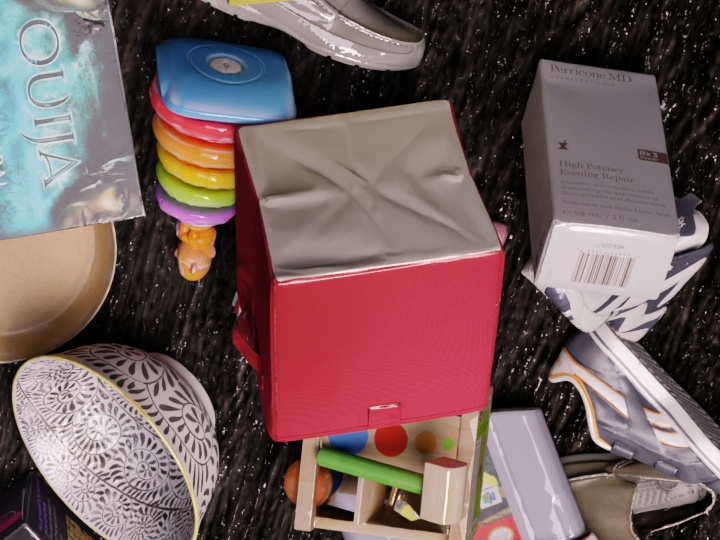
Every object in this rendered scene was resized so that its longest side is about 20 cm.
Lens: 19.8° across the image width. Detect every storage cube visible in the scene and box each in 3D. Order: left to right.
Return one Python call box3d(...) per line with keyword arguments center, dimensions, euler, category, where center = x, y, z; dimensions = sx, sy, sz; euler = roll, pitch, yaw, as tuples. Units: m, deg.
box3d(center=(0.000, 0.000, 1.566), dimensions=(0.199, 0.171, 0.180), euler=(-7, 137, -9), category="storage cube")

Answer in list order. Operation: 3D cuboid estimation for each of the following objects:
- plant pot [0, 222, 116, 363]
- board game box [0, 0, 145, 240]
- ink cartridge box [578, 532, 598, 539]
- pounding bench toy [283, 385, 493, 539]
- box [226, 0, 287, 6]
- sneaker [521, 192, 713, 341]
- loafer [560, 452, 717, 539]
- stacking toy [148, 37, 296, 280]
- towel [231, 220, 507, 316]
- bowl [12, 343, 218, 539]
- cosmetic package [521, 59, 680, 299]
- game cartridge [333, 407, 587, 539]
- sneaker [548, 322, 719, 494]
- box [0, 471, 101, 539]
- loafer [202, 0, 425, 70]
box3d(center=(-0.297, -0.022, 1.670), dimensions=(0.199, 0.028, 0.201), euler=(-2, 111, -5), category="plant pot")
box3d(center=(-0.249, -0.130, 1.611), dimensions=(0.134, 0.028, 0.201), euler=(-10, 101, -5), category="board game box")
box3d(center=(0.110, 0.324, 1.743), dimensions=(0.199, 0.176, 0.084), euler=(-27, 79, -27), category="ink cartridge box")
box3d(center=(0.015, 0.151, 1.643), dimensions=(0.155, 0.200, 0.125), euler=(7, 92, 8), category="pounding bench toy")
box3d(center=(-0.008, -0.249, 1.558), dimensions=(0.199, 0.050, 0.076), euler=(-8, 69, -18), category="box")
box3d(center=(0.215, -0.016, 1.644), dimensions=(0.130, 0.080, 0.199), euler=(-51, 146, 13), category="sneaker")
box3d(center=(0.217, 0.197, 1.773), dimensions=(0.199, 0.070, 0.076), euler=(-17, 111, 1), category="loafer")
box3d(center=(-0.123, -0.078, 1.637), dimensions=(0.109, 0.116, 0.201), euler=(5, 124, -12), category="stacking toy")
box3d(center=(0.008, 0.000, 1.708), dimensions=(0.199, 0.023, 0.145), euler=(16, 107, -11), category="towel")
box3d(center=(-0.181, 0.128, 1.683), dimensions=(0.200, 0.094, 0.201), euler=(26, 138, 26), category="bowl")
box3d(center=(0.183, -0.073, 1.595), dimensions=(0.101, 0.201, 0.074), euler=(7, 134, -7), category="cosmetic package")
box3d(center=(0.077, 0.196, 1.753), dimensions=(0.199, 0.041, 0.134), euler=(-22, 84, 8), category="game cartridge")
box3d(center=(0.244, 0.130, 1.739), dimensions=(0.079, 0.078, 0.200), euler=(-44, 87, 14), category="sneaker")
box3d(center=(-0.259, 0.293, 1.748), dimensions=(0.122, 0.106, 0.200), euler=(-39, 108, 9), category="box")
box3d(center=(-0.037, -0.214, 1.598), dimensions=(0.199, 0.070, 0.070), euler=(21, 116, -12), category="loafer")
